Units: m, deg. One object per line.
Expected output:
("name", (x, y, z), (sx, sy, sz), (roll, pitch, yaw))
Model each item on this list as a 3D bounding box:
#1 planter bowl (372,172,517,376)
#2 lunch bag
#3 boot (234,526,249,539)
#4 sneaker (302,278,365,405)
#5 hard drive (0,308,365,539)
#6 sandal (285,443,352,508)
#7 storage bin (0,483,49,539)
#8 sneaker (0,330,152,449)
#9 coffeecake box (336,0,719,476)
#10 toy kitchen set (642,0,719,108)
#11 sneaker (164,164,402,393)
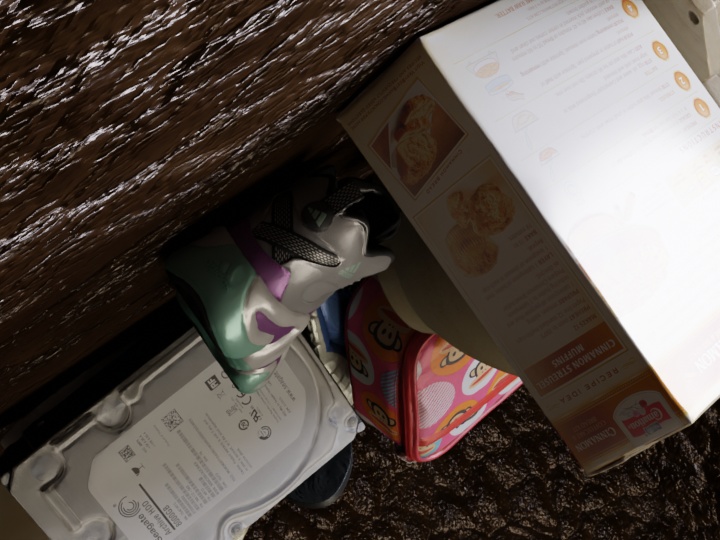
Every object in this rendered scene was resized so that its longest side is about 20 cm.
("planter bowl", (0.089, -0.027, 0.867), (0.135, 0.201, 0.200), (-8, -167, 33))
("lunch bag", (0.080, 0.037, 1.036), (0.200, 0.082, 0.176), (-37, 147, -26))
("boot", (-0.118, 0.136, 1.091), (0.175, 0.066, 0.200), (-34, -150, -11))
("sneaker", (-0.021, 0.020, 1.027), (0.089, 0.079, 0.200), (-50, 158, -10))
("hard drive", (-0.110, 0.108, 0.931), (0.200, 0.140, 0.038), (-38, -153, -11))
("sandal", (-0.051, 0.090, 1.173), (0.075, 0.201, 0.048), (-11, 149, 6))
("storage bin", (-0.257, 0.204, 1.274), (0.200, 0.094, 0.199), (-34, 176, -28))
("sneaker", (-0.126, 0.102, 0.974), (0.200, 0.116, 0.074), (-30, 176, -37))
("coffeecake box", (0.111, -0.032, 0.696), (0.153, 0.200, 0.073), (-32, 175, -42))
("toy kitchen set", (0.258, -0.145, 0.734), (0.163, 0.181, 0.200), (-35, -179, -14))
("sneaker", (-0.026, -0.003, 0.801), (0.140, 0.078, 0.200), (-34, 177, -8))
